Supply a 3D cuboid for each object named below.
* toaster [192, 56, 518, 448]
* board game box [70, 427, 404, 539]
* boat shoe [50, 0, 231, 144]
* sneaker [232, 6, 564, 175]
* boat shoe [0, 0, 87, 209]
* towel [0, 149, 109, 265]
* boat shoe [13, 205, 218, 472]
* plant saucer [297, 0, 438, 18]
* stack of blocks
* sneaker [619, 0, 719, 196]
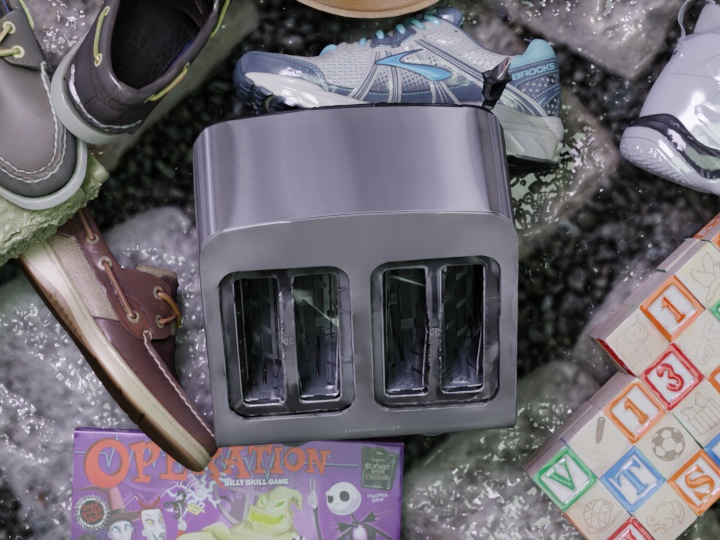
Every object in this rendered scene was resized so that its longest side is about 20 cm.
[{"bbox_3d":[0.000,0.000,1.153,0.179,0.119,0.201,-4,126,-3],"label":"toaster"},{"bbox_3d":[-0.075,0.157,1.241,0.198,0.032,0.121,2,88,-2],"label":"board game box"},{"bbox_3d":[-0.104,-0.158,1.166,0.072,0.060,0.202,36,57,-19],"label":"boat shoe"},{"bbox_3d":[0.024,-0.112,1.218,0.198,0.078,0.087,10,80,-9],"label":"sneaker"},{"bbox_3d":[-0.215,-0.124,1.165,0.072,0.060,0.203,-27,64,-7],"label":"boat shoe"},{"bbox_3d":[-0.256,-0.043,1.190,0.199,0.037,0.149,-34,63,-6],"label":"towel"},{"bbox_3d":[-0.135,0.023,1.209,0.072,0.072,0.200,-36,78,-12],"label":"boat shoe"},{"bbox_3d":[-0.011,-0.239,1.195,0.198,0.035,0.202,4,79,-22],"label":"plant saucer"},{"bbox_3d":[0.188,0.072,1.229,0.200,0.059,0.115,-44,93,0],"label":"stack of blocks"},{"bbox_3d":[0.261,-0.087,1.216,0.198,0.075,0.116,18,94,1],"label":"sneaker"}]
